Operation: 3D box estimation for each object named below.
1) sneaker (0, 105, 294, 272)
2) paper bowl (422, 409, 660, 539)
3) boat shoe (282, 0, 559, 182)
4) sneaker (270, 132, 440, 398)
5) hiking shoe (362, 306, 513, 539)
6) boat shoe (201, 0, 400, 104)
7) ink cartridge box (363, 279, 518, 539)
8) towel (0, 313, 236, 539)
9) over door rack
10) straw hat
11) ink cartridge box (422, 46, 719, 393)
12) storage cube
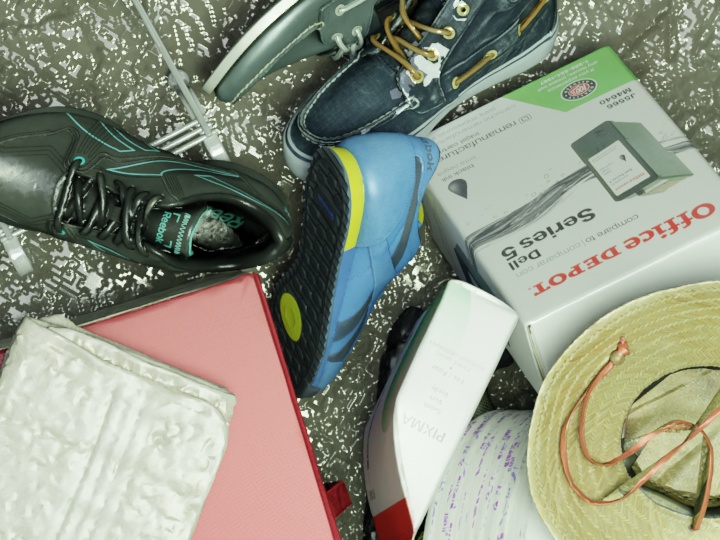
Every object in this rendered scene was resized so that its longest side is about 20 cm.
[{"bbox_3d":[-0.130,-0.043,1.442,0.199,0.079,0.076,9,104,-16],"label":"sneaker"},{"bbox_3d":[0.118,0.180,1.460,0.104,0.201,0.201,-2,92,26],"label":"paper bowl"},{"bbox_3d":[0.034,-0.134,1.504,0.200,0.091,0.071,-35,59,-21],"label":"boat shoe"},{"bbox_3d":[0.000,0.000,1.501,0.078,0.200,0.066,-12,50,-28],"label":"sneaker"},{"bbox_3d":[0.056,0.125,1.545,0.100,0.076,0.201,6,90,-3],"label":"hiking shoe"},{"bbox_3d":[-0.006,-0.157,1.532,0.200,0.073,0.062,-40,95,-10],"label":"boat shoe"},{"bbox_3d":[0.018,0.112,1.427,0.050,0.161,0.200,28,79,-1],"label":"ink cartridge box"},{"bbox_3d":[-0.158,0.134,1.374,0.132,0.034,0.200,24,89,-3],"label":"towel"},{"bbox_3d":[-0.182,-0.113,1.522,0.147,0.067,0.200,-27,81,-6],"label":"over door rack"},{"bbox_3d":[0.185,0.089,1.393,0.200,0.085,0.202,-1,99,-3],"label":"straw hat"},{"bbox_3d":[0.131,-0.024,1.482,0.145,0.200,0.084,-26,129,-5],"label":"ink cartridge box"},{"bbox_3d":[-0.118,0.108,1.479,0.199,0.171,0.180,-18,92,-5],"label":"storage cube"}]
